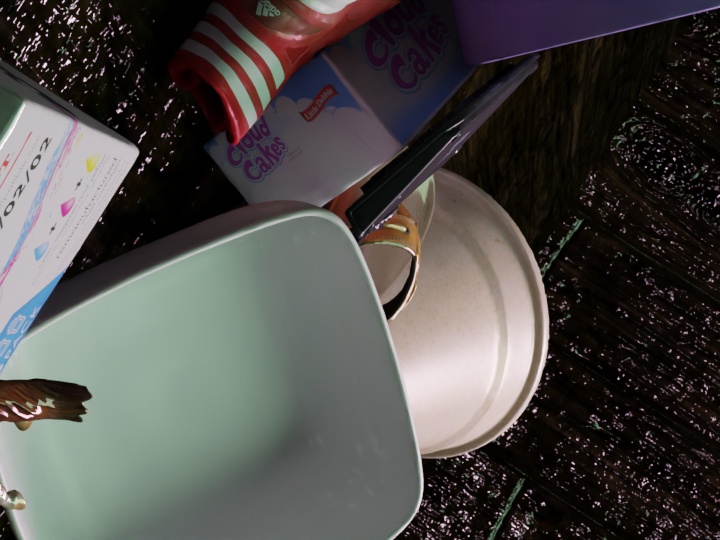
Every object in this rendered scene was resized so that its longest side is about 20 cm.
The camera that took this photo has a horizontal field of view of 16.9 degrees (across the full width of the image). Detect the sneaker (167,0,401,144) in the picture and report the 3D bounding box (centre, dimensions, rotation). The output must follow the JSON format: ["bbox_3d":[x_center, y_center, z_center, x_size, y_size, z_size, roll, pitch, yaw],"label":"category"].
[{"bbox_3d":[-0.037,-0.127,1.161,0.116,0.078,0.200,-44,175,19],"label":"sneaker"}]

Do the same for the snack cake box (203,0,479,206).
[{"bbox_3d":[0.016,-0.117,1.306,0.115,0.067,0.200,-31,-167,45],"label":"snack cake box"}]

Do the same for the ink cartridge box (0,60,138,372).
[{"bbox_3d":[-0.153,-0.019,0.820,0.115,0.068,0.200,-58,171,2],"label":"ink cartridge box"}]

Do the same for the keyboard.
[{"bbox_3d":[0.027,-0.053,1.211,0.127,0.021,0.200,-47,178,20],"label":"keyboard"}]

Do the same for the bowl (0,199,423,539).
[{"bbox_3d":[-0.083,0.071,1.158,0.199,0.075,0.200,-25,119,-16],"label":"bowl"}]

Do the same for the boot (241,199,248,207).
[{"bbox_3d":[-0.014,-0.074,1.442,0.200,0.072,0.091,-59,170,-59],"label":"boot"}]

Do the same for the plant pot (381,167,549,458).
[{"bbox_3d":[-0.010,0.046,1.526,0.183,0.200,0.201,-23,146,-56],"label":"plant pot"}]

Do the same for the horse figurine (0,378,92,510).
[{"bbox_3d":[-0.202,0.110,1.024,0.200,0.050,0.132,-51,155,12],"label":"horse figurine"}]

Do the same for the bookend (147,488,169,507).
[{"bbox_3d":[-0.109,0.116,1.356,0.199,0.092,0.201,-49,159,-45],"label":"bookend"}]

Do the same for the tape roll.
[{"bbox_3d":[0.139,-0.164,1.208,0.200,0.199,0.085,-25,102,-74],"label":"tape roll"}]

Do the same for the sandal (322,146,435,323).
[{"bbox_3d":[0.000,0.000,1.307,0.200,0.054,0.081,-46,136,-51],"label":"sandal"}]
